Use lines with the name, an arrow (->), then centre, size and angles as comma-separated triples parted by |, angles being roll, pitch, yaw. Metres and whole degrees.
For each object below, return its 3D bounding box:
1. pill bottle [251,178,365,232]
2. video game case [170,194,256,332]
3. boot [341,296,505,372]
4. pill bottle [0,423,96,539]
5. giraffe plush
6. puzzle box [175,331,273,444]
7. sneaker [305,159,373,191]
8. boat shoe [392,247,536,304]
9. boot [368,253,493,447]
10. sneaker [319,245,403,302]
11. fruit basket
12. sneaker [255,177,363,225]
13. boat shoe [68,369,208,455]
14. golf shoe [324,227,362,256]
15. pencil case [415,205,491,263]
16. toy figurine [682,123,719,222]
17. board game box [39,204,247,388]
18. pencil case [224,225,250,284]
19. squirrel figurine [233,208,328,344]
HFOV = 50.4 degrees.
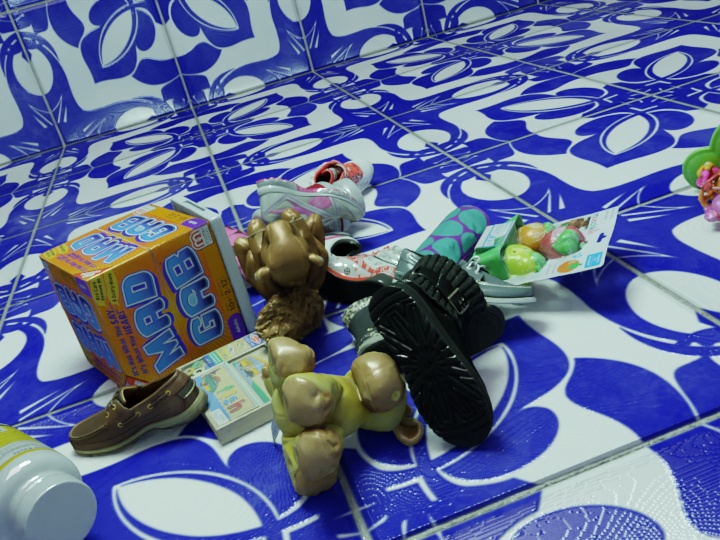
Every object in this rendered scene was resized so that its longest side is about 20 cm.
pill bottle -> -0.094, -0.098, 1.435 | 0.200, 0.113, 0.112 | -28, 28, -26
video game case -> -0.238, -0.014, 1.236 | 0.022, 0.200, 0.182 | -27, 28, -24
boot -> 0.078, 0.069, 1.048 | 0.203, 0.074, 0.154 | -16, 21, -9
pill bottle -> -0.392, 0.252, 0.880 | 0.200, 0.112, 0.111 | 9, 34, 41
giraffe plush -> -0.014, 0.153, 0.871 | 0.162, 0.173, 0.200 | -11, -11, -16
puzzle box -> -0.165, 0.155, 1.056 | 0.133, 0.025, 0.200 | -24, 27, -21
sneaker -> -0.034, -0.193, 1.579 | 0.201, 0.067, 0.108 | -34, -10, -29
boat shoe -> 0.140, 0.009, 1.040 | 0.199, 0.062, 0.073 | 8, 0, 22
boot -> 0.107, 0.084, 0.894 | 0.079, 0.211, 0.158 | -28, -2, 29
sneaker -> 0.001, 0.001, 1.236 | 0.201, 0.067, 0.108 | 11, 34, 37
fruit basket -> 0.262, -0.035, 1.103 | 0.200, 0.094, 0.185 | -21, 18, 35
sneaker -> -0.091, -0.101, 1.336 | 0.199, 0.088, 0.081 | 8, -3, -22
boat shoe -> -0.301, 0.181, 1.006 | 0.200, 0.068, 0.072 | -22, 28, 13
golf shoe -> -0.087, -0.016, 1.310 | 0.092, 0.073, 0.200 | 15, 38, 44
pencil case -> 0.139, -0.025, 1.185 | 0.092, 0.085, 0.200 | 6, 32, 28
toy figurine -> 0.568, -0.127, 1.143 | 0.200, 0.150, 0.184 | -22, 25, 43
board game box -> -0.333, 0.038, 1.183 | 0.200, 0.200, 0.200 | -31, 29, -31
pencil case -> -0.218, -0.025, 1.387 | 0.094, 0.091, 0.200 | 11, 4, -38
squirrel figurine -> -0.098, 0.011, 1.097 | 0.141, 0.201, 0.187 | -10, 0, -10
